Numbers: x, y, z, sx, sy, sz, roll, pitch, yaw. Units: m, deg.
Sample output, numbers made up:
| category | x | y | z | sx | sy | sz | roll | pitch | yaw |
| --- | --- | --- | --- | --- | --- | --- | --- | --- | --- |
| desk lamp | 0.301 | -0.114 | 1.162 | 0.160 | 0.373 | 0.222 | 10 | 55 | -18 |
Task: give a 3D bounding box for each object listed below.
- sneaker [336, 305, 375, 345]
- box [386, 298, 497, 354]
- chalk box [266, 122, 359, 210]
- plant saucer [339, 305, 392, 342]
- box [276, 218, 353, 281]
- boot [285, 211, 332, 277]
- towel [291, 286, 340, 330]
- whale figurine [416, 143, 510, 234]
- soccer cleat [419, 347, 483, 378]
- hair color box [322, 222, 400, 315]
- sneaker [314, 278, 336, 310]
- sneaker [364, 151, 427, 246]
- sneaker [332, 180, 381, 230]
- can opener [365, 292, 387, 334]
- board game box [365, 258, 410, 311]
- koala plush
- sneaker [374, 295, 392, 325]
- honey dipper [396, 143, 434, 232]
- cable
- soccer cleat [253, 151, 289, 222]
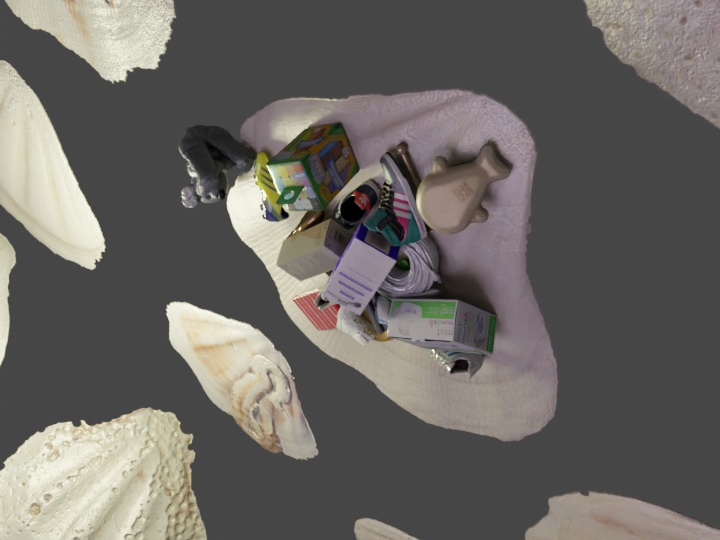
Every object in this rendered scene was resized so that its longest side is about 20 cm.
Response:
| category | x | y | z | sx | sy | sz | roll | pitch | yaw |
| --- | --- | --- | --- | --- | --- | --- | --- | --- | --- |
| sneaker | -0.003 | 0.135 | 1.655 | 0.114 | 0.075 | 0.201 | 32 | 160 | 10 |
| box | 0.189 | 0.133 | 1.442 | 0.196 | 0.100 | 0.174 | -1 | 164 | 44 |
| chalk box | -0.117 | -0.216 | 1.362 | 0.122 | 0.201 | 0.126 | 3 | 131 | 40 |
| plant saucer | 0.028 | 0.110 | 1.698 | 0.196 | 0.036 | 0.204 | 25 | 140 | 23 |
| box | -0.113 | -0.047 | 1.526 | 0.094 | 0.080 | 0.197 | 34 | 146 | -33 |
| boot | -0.097 | -0.074 | 1.627 | 0.164 | 0.074 | 0.199 | 35 | 142 | -13 |
| towel | -0.114 | 0.116 | 1.855 | 0.146 | 0.023 | 0.198 | 52 | 146 | -15 |
| whale figurine | 0.202 | -0.166 | 1.217 | 0.160 | 0.104 | 0.199 | 47 | 120 | -6 |
| soccer cleat | 0.219 | 0.218 | 1.581 | 0.196 | 0.087 | 0.071 | 11 | 135 | 37 |
| hair color box | 0.000 | 0.000 | 1.417 | 0.107 | 0.066 | 0.202 | 28 | 129 | -7 |
| sneaker | -0.061 | 0.041 | 1.626 | 0.076 | 0.080 | 0.201 | 49 | 137 | 12 |
| sneaker | 0.056 | -0.138 | 1.324 | 0.204 | 0.118 | 0.084 | 65 | 175 | -14 |
| sneaker | -0.030 | -0.137 | 1.459 | 0.075 | 0.085 | 0.200 | 43 | 145 | -3 |
| can opener | 0.022 | 0.076 | 1.558 | 0.051 | 0.067 | 0.204 | -12 | 116 | 33 |
| board game box | 0.074 | 0.048 | 1.564 | 0.096 | 0.030 | 0.198 | 50 | 132 | -7 |
| koala plush | -0.399 | -0.259 | 1.633 | 0.184 | 0.176 | 0.202 | 45 | 147 | 15 |
| sneaker | 0.089 | 0.109 | 1.517 | 0.070 | 0.074 | 0.199 | -9 | 157 | 25 |
| honey dipper | 0.121 | -0.177 | 1.315 | 0.037 | 0.038 | 0.204 | -2 | 124 | 44 |
| cable | 0.090 | -0.025 | 1.450 | 0.196 | 0.069 | 0.204 | -16 | 109 | 38 |
| soccer cleat | -0.229 | -0.218 | 1.605 | 0.081 | 0.066 | 0.205 | -2 | 128 | 6 |
